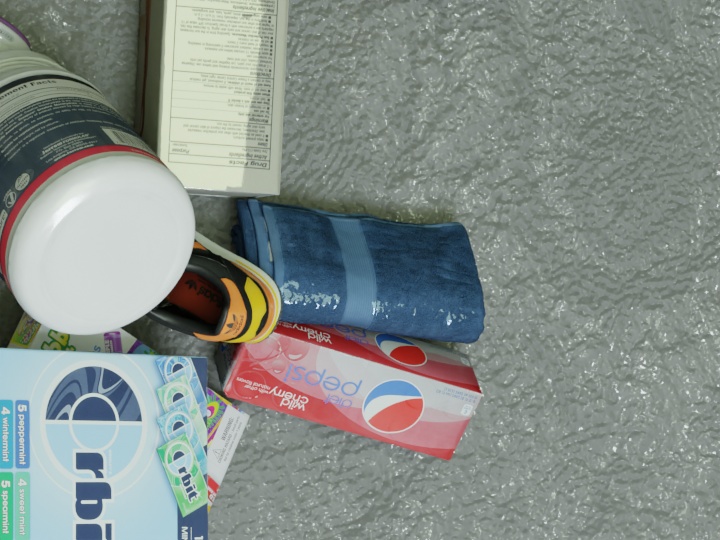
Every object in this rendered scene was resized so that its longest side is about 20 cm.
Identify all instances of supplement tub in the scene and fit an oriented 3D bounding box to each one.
[{"bbox_3d":[-0.218,-0.059,1.528,0.140,0.200,0.141,-18,129,-24],"label":"supplement tub"}]

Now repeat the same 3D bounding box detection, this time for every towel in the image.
[{"bbox_3d":[0.000,0.000,1.671,0.199,0.112,0.049,9,132,-20],"label":"towel"}]

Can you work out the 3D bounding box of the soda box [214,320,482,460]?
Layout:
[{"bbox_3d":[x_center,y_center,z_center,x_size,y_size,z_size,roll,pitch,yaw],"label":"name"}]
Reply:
[{"bbox_3d":[-0.009,0.082,1.678,0.199,0.063,0.070,17,115,-18],"label":"soda box"}]

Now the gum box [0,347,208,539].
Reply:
[{"bbox_3d":[-0.201,0.144,1.532,0.199,0.044,0.171,4,81,-38],"label":"gum box"}]

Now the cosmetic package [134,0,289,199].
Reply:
[{"bbox_3d":[-0.115,-0.158,1.642,0.103,0.087,0.201,5,87,-19],"label":"cosmetic package"}]

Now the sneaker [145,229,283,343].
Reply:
[{"bbox_3d":[-0.157,-0.005,1.585,0.199,0.090,0.070,26,100,18],"label":"sneaker"}]

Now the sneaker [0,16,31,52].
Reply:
[{"bbox_3d":[-0.343,-0.176,1.574,0.199,0.075,0.100,31,80,-16],"label":"sneaker"}]

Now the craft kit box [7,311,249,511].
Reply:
[{"bbox_3d":[-0.199,0.147,1.589,0.197,0.048,0.201,35,64,-27],"label":"craft kit box"}]
